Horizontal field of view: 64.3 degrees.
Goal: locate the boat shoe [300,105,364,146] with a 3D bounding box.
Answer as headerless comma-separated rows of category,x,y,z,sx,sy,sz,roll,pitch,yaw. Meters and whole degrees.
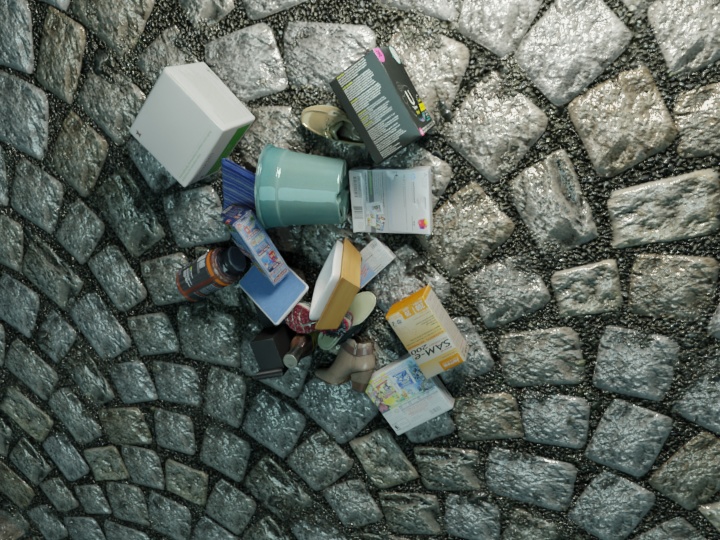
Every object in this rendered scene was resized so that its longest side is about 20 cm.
boat shoe,-0.056,-0.337,1.342,0.196,0.065,0.074,20,117,11

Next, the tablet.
tablet,-0.231,0.040,1.503,0.131,0.014,0.199,-49,54,-2

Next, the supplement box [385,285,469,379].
supplement box,0.172,0.159,1.462,0.125,0.074,0.202,-31,99,28

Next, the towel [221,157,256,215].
towel,-0.298,-0.183,1.471,0.143,0.024,0.202,29,142,11

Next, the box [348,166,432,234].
box,0.074,-0.169,1.380,0.195,0.041,0.160,3,113,20

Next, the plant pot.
plant pot,-0.129,-0.194,1.367,0.191,0.201,0.205,4,113,9

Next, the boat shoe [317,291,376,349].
boat shoe,-0.028,0.136,1.526,0.074,0.066,0.200,43,97,22

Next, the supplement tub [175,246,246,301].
supplement tub,-0.410,0.004,1.588,0.197,0.107,0.108,-24,103,26

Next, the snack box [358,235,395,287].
snack box,0.000,0.000,1.485,0.072,0.024,0.200,46,119,-2

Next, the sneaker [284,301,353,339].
sneaker,-0.113,0.123,1.483,0.196,0.075,0.083,14,112,19

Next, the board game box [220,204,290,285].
board game box,-0.271,-0.064,1.457,0.202,0.061,0.199,57,163,-23

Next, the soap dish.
soap dish,-0.058,0.035,1.404,0.080,0.201,0.159,23,117,-11

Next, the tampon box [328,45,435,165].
tampon box,0.052,-0.361,1.245,0.125,0.150,0.202,-26,101,27

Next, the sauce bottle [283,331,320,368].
sauce bottle,-0.148,0.191,1.518,0.064,0.200,0.068,8,117,16

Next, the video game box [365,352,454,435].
video game box,0.127,0.335,1.567,0.198,0.047,0.183,-34,99,28

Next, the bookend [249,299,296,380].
bookend,-0.237,0.151,1.534,0.090,0.200,0.203,-12,108,23

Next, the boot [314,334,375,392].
boot,-0.043,0.246,1.583,0.196,0.070,0.150,10,103,30

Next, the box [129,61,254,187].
box,-0.408,-0.358,1.398,0.200,0.172,0.199,45,119,-3
